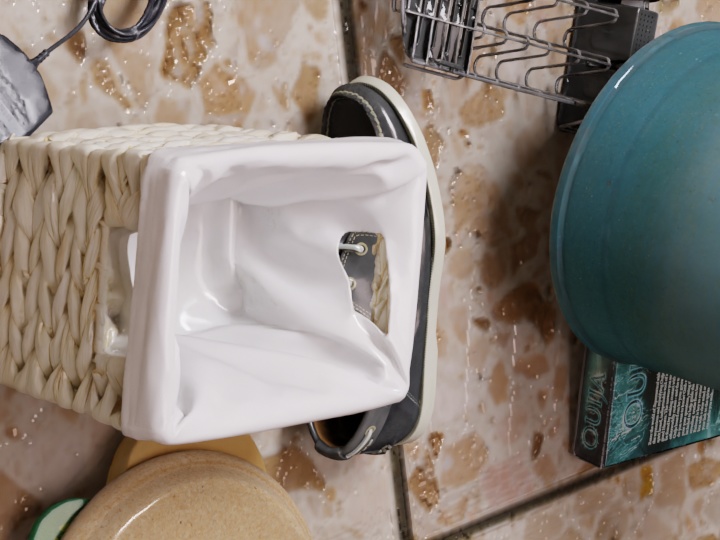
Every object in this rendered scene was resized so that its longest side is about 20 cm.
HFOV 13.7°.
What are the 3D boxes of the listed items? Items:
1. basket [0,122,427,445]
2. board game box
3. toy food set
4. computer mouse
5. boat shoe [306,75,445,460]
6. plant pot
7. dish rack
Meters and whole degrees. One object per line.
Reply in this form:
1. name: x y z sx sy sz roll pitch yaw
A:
1. basket: -0.075 0.000 1.448 0.200 0.123 0.136 -6 103 -53
2. board game box: 0.188 0.008 1.751 0.135 0.028 0.201 -11 115 -41
3. toy food set: -0.099 0.185 1.526 0.198 0.049 0.201 -43 123 -29
4. computer mouse: -0.156 -0.105 1.449 0.200 0.034 0.059 -44 106 -35
5. boat shoe: 0.000 0.000 1.573 0.067 0.072 0.201 -12 106 -45
6. plant pot: 0.237 -0.015 1.630 0.199 0.188 0.201 -19 120 -37
7. dish rack: 0.090 -0.164 1.647 0.199 0.054 0.154 11 87 -41
